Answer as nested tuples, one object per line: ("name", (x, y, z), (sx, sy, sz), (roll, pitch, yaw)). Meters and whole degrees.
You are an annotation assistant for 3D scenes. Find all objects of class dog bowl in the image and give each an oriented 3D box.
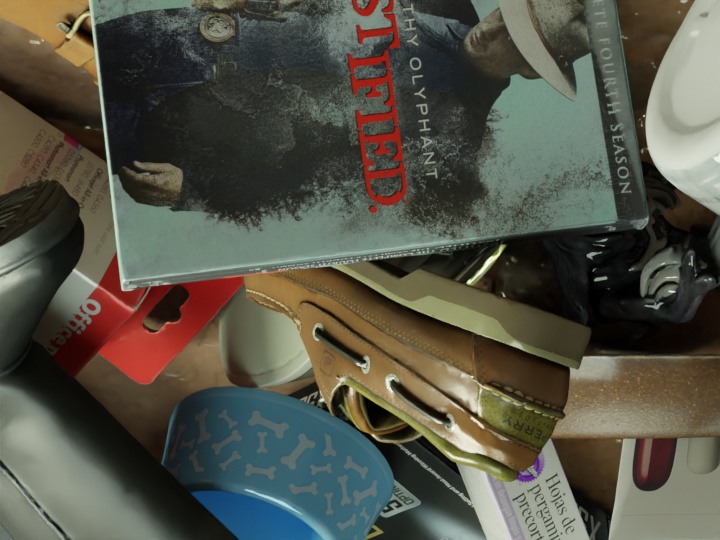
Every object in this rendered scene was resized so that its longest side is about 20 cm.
("dog bowl", (-0.057, 0.129, 1.211), (0.111, 0.050, 0.200), (23, 146, -5))

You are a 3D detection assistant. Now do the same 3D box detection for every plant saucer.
("plant saucer", (0.098, 0.053, 1.085), (0.200, 0.037, 0.200), (-1, 178, 0))

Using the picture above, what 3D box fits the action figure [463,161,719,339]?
("action figure", (0.147, -0.024, 1.022), (0.199, 0.119, 0.102), (8, 141, -12))

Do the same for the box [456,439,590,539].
("box", (0.097, 0.159, 1.207), (0.039, 0.041, 0.201), (-28, 112, -15))

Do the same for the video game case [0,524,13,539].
("video game case", (-0.232, 0.140, 1.253), (0.182, 0.022, 0.201), (-7, 108, 42))

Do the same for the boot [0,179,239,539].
("boot", (-0.120, 0.066, 1.087), (0.165, 0.066, 0.200), (-18, 113, 48))

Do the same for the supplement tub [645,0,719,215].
("supplement tub", (0.215, -0.039, 0.923), (0.200, 0.123, 0.123), (30, 136, -17))

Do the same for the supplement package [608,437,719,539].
("supplement package", (0.230, 0.132, 1.171), (0.199, 0.111, 0.156), (-3, 136, 18))

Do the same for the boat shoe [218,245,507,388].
("boat shoe", (0.001, 0.003, 1.124), (0.060, 0.072, 0.202), (2, 157, -32))

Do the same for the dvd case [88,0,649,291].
("dvd case", (0.000, -0.075, 0.950), (0.199, 0.147, 0.022), (-6, 168, -5))

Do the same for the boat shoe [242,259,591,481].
("boat shoe", (0.006, 0.030, 0.982), (0.072, 0.068, 0.200), (20, 179, -32))

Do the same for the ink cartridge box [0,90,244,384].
("ink cartridge box", (-0.164, -0.008, 1.145), (0.200, 0.067, 0.116), (34, 135, -11))

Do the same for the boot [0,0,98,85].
("boot", (-0.129, -0.116, 1.033), (0.200, 0.077, 0.155), (-29, 122, 24))

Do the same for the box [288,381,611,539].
("box", (0.028, 0.133, 1.275), (0.157, 0.050, 0.200), (-26, 125, 38))
